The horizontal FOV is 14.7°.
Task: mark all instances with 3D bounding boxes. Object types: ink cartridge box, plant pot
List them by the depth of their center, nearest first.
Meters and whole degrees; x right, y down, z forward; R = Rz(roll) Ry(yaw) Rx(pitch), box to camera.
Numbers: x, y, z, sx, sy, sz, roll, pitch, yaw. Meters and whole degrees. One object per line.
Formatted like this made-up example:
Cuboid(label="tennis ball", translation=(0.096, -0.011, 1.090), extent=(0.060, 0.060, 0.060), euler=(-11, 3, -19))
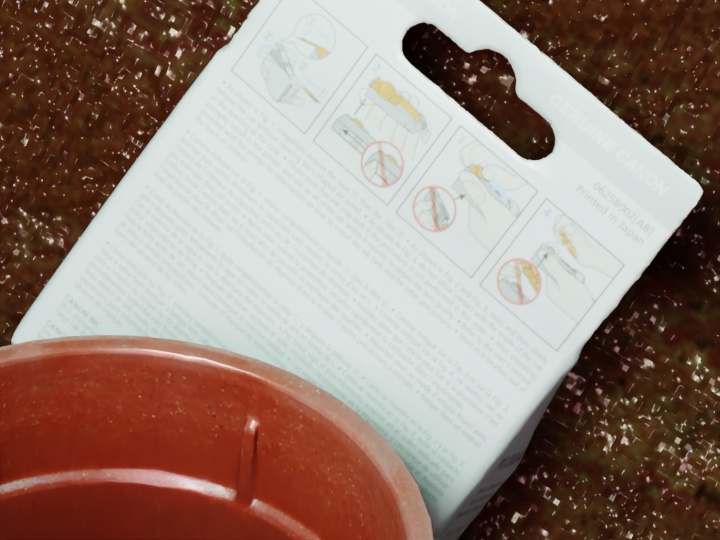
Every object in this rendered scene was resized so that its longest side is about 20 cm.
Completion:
Cuboid(label="plant pot", translation=(-0.082, 0.158, 0.894), extent=(0.200, 0.201, 0.196), euler=(16, 129, 16))
Cuboid(label="ink cartridge box", translation=(0.000, 0.000, 0.943), extent=(0.162, 0.057, 0.200), euler=(40, 103, 10))
